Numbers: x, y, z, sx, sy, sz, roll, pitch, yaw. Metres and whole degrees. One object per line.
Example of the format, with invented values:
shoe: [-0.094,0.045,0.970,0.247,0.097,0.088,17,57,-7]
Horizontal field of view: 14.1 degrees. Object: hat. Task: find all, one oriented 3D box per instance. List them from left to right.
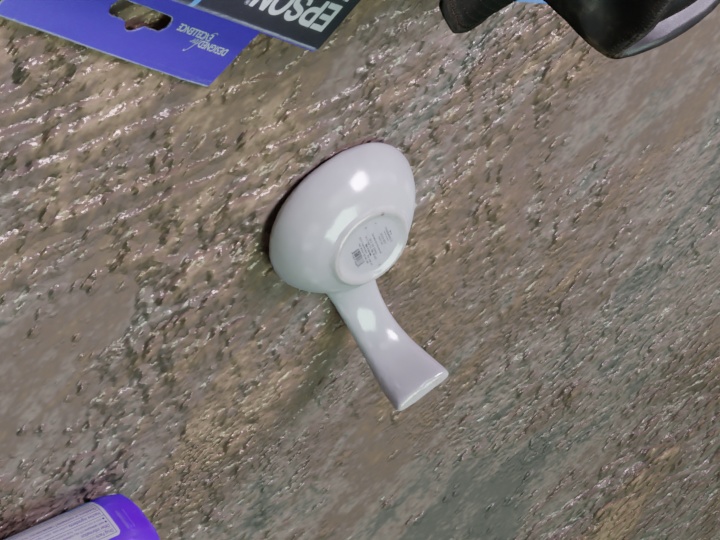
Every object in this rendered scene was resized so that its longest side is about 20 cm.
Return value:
hat: [0.138,-0.156,1.399,0.200,0.081,0.201,-34,168,-8]

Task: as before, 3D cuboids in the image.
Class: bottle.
bottle: [-0.211,0.199,1.705,0.200,0.065,0.084,-23,148,-32]

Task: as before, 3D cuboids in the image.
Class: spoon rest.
spoon rest: [0.000,0.000,1.708,0.099,0.061,0.200,-35,140,-14]

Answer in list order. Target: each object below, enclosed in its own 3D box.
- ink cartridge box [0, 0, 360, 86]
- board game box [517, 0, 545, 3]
ink cartridge box: [-0.051,-0.165,1.381,0.200,0.043,0.198,-48,155,16]
board game box: [0.117,-0.211,1.431,0.200,0.043,0.199,-42,167,22]
